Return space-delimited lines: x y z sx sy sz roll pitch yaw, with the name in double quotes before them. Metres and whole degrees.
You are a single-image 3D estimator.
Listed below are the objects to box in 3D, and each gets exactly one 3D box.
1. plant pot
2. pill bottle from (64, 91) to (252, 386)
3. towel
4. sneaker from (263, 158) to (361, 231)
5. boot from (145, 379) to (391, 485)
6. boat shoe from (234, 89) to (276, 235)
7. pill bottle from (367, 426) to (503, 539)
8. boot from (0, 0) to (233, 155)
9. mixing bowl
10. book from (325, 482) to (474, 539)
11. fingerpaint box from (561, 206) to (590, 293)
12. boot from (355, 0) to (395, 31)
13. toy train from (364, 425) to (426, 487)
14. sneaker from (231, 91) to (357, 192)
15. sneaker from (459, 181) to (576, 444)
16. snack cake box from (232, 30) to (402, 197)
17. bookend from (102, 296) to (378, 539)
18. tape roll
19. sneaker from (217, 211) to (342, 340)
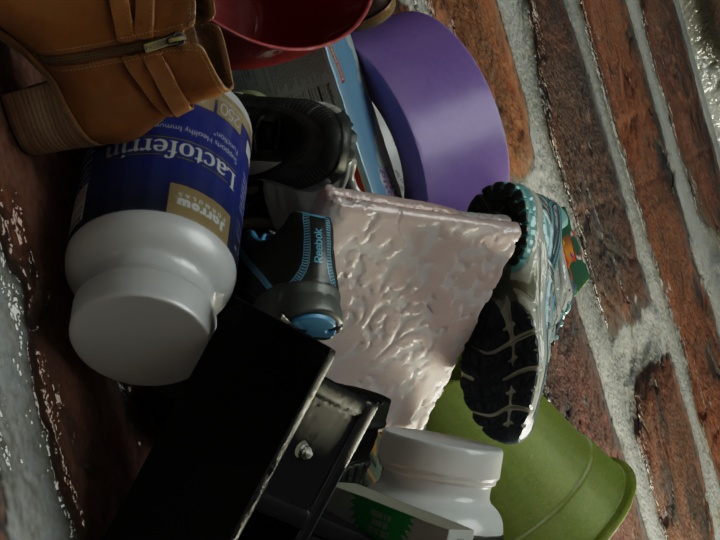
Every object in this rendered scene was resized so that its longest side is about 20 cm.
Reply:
"plant pot" 0.104 0.158 1.918 0.190 0.200 0.200 54 27 -18
"pill bottle" -0.136 -0.030 1.498 0.116 0.115 0.201 54 29 -43
"towel" 0.007 0.033 1.659 0.190 0.201 0.032 6 30 -38
"sneaker" 0.000 0.000 1.695 0.075 0.088 0.201 -52 126 -43
"boot" -0.071 0.157 1.591 0.210 0.079 0.159 9 98 -36
"boat shoe" -0.074 -0.039 1.725 0.066 0.071 0.202 -28 106 -74
"pill bottle" 0.045 0.226 1.695 0.116 0.116 0.201 6 95 -68
"boot" -0.176 -0.180 1.443 0.074 0.154 0.201 -59 130 -62
"mixing bowl" -0.100 -0.226 1.685 0.199 0.108 0.201 16 56 -26
"book" 0.010 0.259 1.542 0.048 0.133 0.201 8 94 -40
"fingerpaint box" 0.075 0.020 1.882 0.074 0.199 0.167 70 22 -8
"boot" -0.065 -0.284 1.777 0.072 0.200 0.167 -46 146 -19
"toy train" 0.005 0.152 1.789 0.200 0.085 0.114 62 34 -29
"sneaker" -0.085 -0.097 1.613 0.090 0.200 0.067 4 97 -37
"sneaker" 0.133 0.035 1.727 0.086 0.077 0.201 7 85 -46
"snack cake box" -0.040 -0.086 1.781 0.067 0.115 0.201 -38 112 -68
"bookend" -0.047 0.150 1.471 0.200 0.092 0.199 33 84 -54
"tape roll" 0.032 -0.108 1.858 0.085 0.200 0.201 -22 98 -25
"sneaker" -0.068 0.018 1.544 0.073 0.200 0.082 11 72 -30
